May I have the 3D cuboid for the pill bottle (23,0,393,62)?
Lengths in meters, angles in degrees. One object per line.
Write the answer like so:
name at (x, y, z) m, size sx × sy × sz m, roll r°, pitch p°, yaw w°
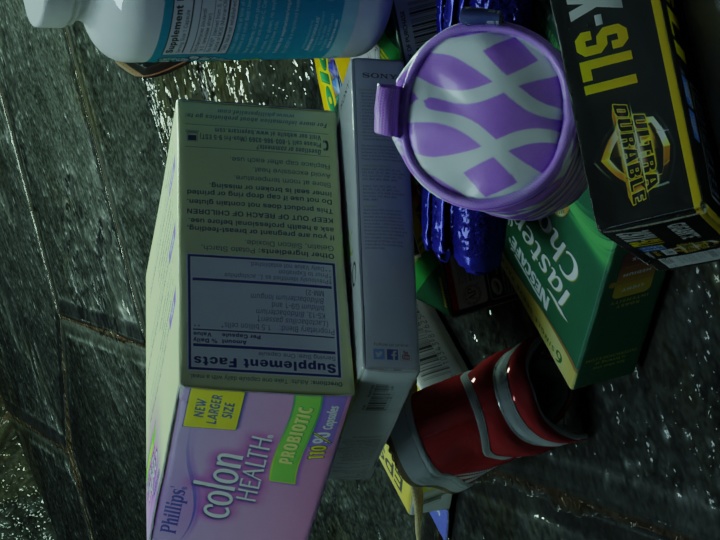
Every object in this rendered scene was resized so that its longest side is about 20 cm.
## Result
pill bottle at (-0.088, -0.174, 1.269) m, size 0.111 × 0.199 × 0.112 m, roll 177°, pitch 90°, yaw -70°

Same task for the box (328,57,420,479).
box at (0.000, 0.000, 1.292) m, size 0.145 × 0.036 × 0.201 m, roll 111°, pitch 161°, yaw -59°

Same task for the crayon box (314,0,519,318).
crayon box at (0.029, -0.087, 1.390) m, size 0.172 × 0.058 × 0.201 m, roll -154°, pitch 51°, yaw -67°

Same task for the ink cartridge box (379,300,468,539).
ink cartridge box at (0.014, 0.069, 1.605) m, size 0.201 × 0.047 × 0.198 m, roll 98°, pitch 150°, yaw -48°

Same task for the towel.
towel at (0.056, -0.116, 1.189) m, size 0.148 × 0.049 × 0.201 m, roll -97°, pitch 11°, yaw -64°

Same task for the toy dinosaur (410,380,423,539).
toy dinosaur at (0.015, 0.072, 1.413) m, size 0.101 × 0.058 × 0.201 m, roll 1°, pitch -109°, yaw -66°

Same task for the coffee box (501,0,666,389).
coffee box at (0.118, -0.042, 1.180) m, size 0.201 × 0.044 × 0.123 m, roll 99°, pitch 150°, yaw -53°

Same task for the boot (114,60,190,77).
boot at (-0.082, -0.163, 1.478) m, size 0.077 × 0.200 × 0.139 m, roll 39°, pitch 154°, yaw 19°

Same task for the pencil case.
pencil case at (0.063, -0.063, 1.007) m, size 0.200 × 0.085 × 0.085 m, roll 7°, pitch -101°, yaw -79°

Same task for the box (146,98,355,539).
box at (-0.069, 0.035, 1.303) m, size 0.176 × 0.096 × 0.201 m, roll 107°, pitch 164°, yaw -52°

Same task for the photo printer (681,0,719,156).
photo printer at (0.195, -0.100, 0.850) m, size 0.200 × 0.069 × 0.168 m, roll -172°, pitch 67°, yaw -71°

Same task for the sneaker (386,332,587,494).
sneaker at (0.088, 0.087, 1.379) m, size 0.200 × 0.112 × 0.072 m, roll 4°, pitch -115°, yaw -77°

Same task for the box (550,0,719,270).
box at (0.116, -0.107, 0.962) m, size 0.160 × 0.049 × 0.201 m, roll 18°, pitch -119°, yaw -71°
